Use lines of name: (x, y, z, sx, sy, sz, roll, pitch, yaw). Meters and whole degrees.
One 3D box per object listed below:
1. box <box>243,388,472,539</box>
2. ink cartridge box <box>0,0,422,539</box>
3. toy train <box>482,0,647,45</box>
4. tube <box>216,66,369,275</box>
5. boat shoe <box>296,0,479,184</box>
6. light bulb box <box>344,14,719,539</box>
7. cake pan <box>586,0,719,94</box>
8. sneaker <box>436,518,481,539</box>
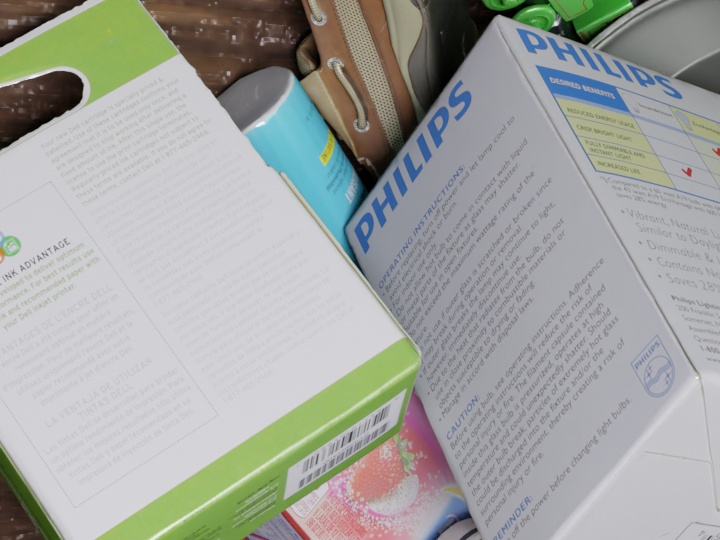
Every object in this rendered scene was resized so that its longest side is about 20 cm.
box: (0.015, 0.119, 0.850, 0.095, 0.103, 0.200, -52, 123, -21)
ink cartridge box: (-0.093, 0.009, 0.734, 0.148, 0.076, 0.200, -32, 72, -17)
toy train: (0.109, -0.113, 0.886, 0.200, 0.056, 0.042, 35, 32, -56)
tube: (0.000, 0.000, 0.851, 0.200, 0.050, 0.078, 54, 24, -30)
boat shoe: (0.010, -0.093, 0.836, 0.076, 0.074, 0.200, -66, 154, -46)
light bulb box: (0.127, 0.026, 0.770, 0.198, 0.200, 0.125, 14, 126, -35)
cake pan: (0.147, -0.045, 0.917, 0.200, 0.037, 0.201, -25, 140, -23)
sneaker: (0.094, 0.192, 0.812, 0.078, 0.079, 0.200, -41, 120, -27)
